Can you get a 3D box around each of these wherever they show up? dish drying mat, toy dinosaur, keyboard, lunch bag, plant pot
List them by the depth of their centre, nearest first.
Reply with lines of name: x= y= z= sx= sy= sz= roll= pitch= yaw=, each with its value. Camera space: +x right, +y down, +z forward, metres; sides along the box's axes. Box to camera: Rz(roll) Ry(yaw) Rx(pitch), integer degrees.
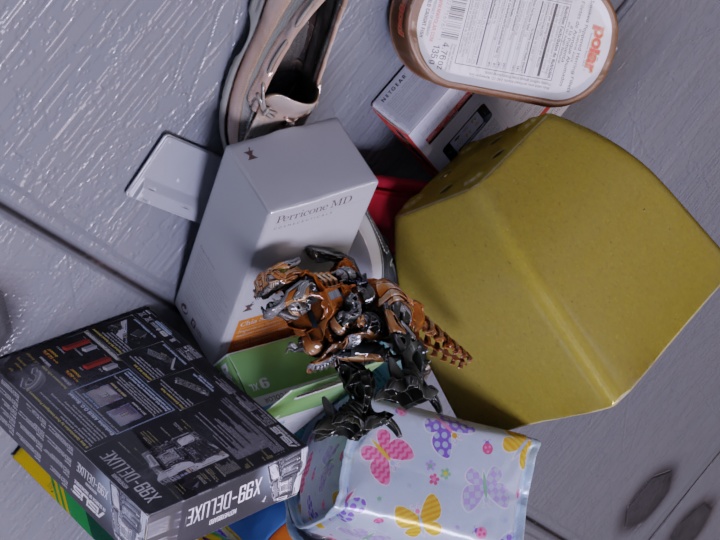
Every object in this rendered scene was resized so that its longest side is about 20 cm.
toy dinosaur: x=0.010 y=0.047 z=1.529 sx=0.199 sy=0.137 sz=0.102 roll=2 pitch=150 yaw=-22
keyboard: x=-0.111 y=-0.060 z=1.593 sx=0.057 sy=0.011 sz=0.200 roll=-60 pitch=150 yaw=6
plant pot: x=0.143 y=-0.010 z=1.669 sx=0.194 sy=0.200 sz=0.195 roll=-44 pitch=-167 yaw=-34
lunch bag: x=0.035 y=0.187 z=1.684 sx=0.200 sy=0.168 sz=0.128 roll=146 pitch=-42 yaw=-69
dish drying mat: x=0.013 y=-0.046 z=1.704 sx=0.199 sy=0.018 sz=0.077 roll=5 pitch=131 yaw=-45

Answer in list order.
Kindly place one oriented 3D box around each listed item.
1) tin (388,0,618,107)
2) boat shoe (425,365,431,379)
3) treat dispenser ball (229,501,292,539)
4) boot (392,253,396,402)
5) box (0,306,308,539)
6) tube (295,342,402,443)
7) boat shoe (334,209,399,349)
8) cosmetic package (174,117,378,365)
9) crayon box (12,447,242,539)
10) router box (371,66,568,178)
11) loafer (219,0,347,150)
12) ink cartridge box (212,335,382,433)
tin: x=0.118 y=-0.193 z=1.636 sx=0.199 sy=0.042 sz=0.113 roll=7 pitch=109 yaw=-27
boat shoe: x=0.030 y=0.089 z=1.897 sx=0.201 sy=0.072 sz=0.072 roll=-55 pitch=170 yaw=-3
treat dispenser ball: x=-0.036 y=0.278 z=1.839 sx=0.200 sy=0.201 sz=0.202 roll=-34 pitch=146 yaw=-26
boot: x=0.036 y=0.088 z=1.818 sx=0.154 sy=0.073 sz=0.204 roll=-42 pitch=110 yaw=-20
box: x=-0.162 y=0.119 z=1.529 sx=0.157 sy=0.200 sz=0.050 roll=-21 pitch=137 yaw=-41
tube: x=-0.048 y=0.117 z=1.742 sx=0.199 sy=0.051 sz=0.077 roll=-30 pitch=125 yaw=24
boat shoe: x=0.000 y=0.000 z=1.692 sx=0.057 sy=0.068 sz=0.201 roll=-54 pitch=152 yaw=-31
cosmetic package: x=-0.068 y=-0.020 z=1.579 sx=0.101 sy=0.071 sz=0.200 roll=-18 pitch=150 yaw=-29
crayon box: x=-0.166 y=0.207 z=1.649 sx=0.058 sy=0.172 sz=0.200 roll=-51 pitch=150 yaw=-2
router box: x=0.119 y=-0.166 z=1.741 sx=0.200 sy=0.049 sz=0.179 roll=-49 pitch=150 yaw=-2
loafer: x=-0.055 y=-0.148 z=1.513 sx=0.072 sy=0.063 sz=0.201 roll=-21 pitch=139 yaw=-40
ink cartridge box: x=-0.079 y=0.100 z=1.632 sx=0.103 sy=0.060 sz=0.200 roll=-14 pitch=162 yaw=-40
